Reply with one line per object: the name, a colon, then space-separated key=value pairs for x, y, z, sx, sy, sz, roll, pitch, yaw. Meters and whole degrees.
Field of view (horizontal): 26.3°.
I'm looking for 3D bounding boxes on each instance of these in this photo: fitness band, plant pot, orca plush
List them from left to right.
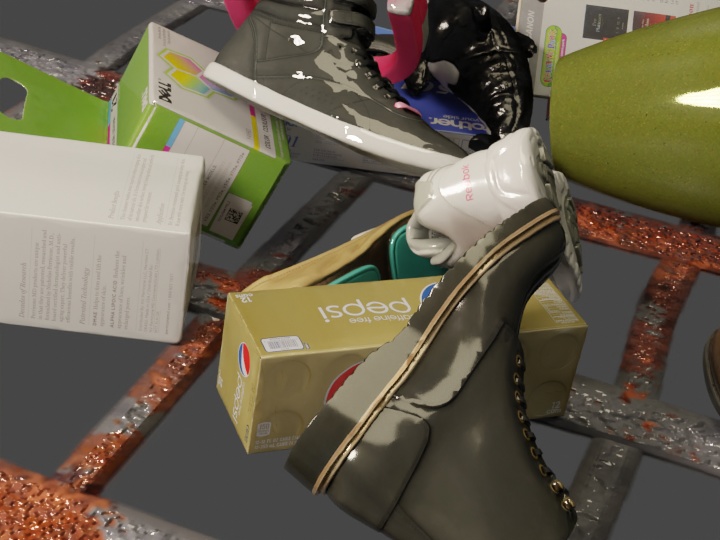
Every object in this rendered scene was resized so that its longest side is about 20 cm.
fitness band: x=-0.025 y=-0.186 z=1.096 sx=0.144 sy=0.037 sz=0.200 roll=10 pitch=-16 yaw=8
orca plush: x=0.081 y=-0.164 z=1.158 sx=0.105 sy=0.071 sz=0.200 roll=-5 pitch=44 yaw=6
plant pot: x=0.247 y=-0.115 z=1.145 sx=0.200 sy=0.187 sz=0.187 roll=2 pitch=26 yaw=18

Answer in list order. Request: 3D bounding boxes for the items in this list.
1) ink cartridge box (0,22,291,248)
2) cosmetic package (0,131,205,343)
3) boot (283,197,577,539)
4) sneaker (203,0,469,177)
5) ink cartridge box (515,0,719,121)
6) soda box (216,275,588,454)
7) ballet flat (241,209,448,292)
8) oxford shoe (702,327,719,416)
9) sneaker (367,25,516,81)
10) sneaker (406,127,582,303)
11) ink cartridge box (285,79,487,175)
ink cartridge box: x=-0.156 y=-0.114 z=1.041 sx=0.200 sy=0.076 sz=0.148 roll=24 pitch=24 yaw=-20
cosmetic package: x=-0.199 y=-0.026 z=0.936 sx=0.200 sy=0.081 sz=0.113 roll=6 pitch=29 yaw=-3
boot: x=0.076 y=0.071 z=0.783 sx=0.138 sy=0.077 sz=0.200 roll=39 pitch=70 yaw=10
sneaker: x=0.000 y=-0.129 z=0.987 sx=0.200 sy=0.099 sz=0.071 roll=27 pitch=1 yaw=23
ink cartridge box: x=0.212 y=-0.221 z=1.267 sx=0.176 sy=0.200 sz=0.084 roll=8 pitch=-5 yaw=-3
soda box: x=0.024 y=0.049 z=0.875 sx=0.200 sy=0.068 sz=0.064 roll=-4 pitch=34 yaw=-22
ballet flat: x=0.000 y=0.000 z=0.965 sx=0.063 sy=0.069 sz=0.200 roll=13 pitch=24 yaw=39
oxford shoe: x=0.260 y=0.074 z=0.886 sx=0.073 sy=0.084 sz=0.200 roll=-2 pitch=29 yaw=-15
sneaker: x=0.054 y=-0.165 z=1.274 sx=0.200 sy=0.070 sz=0.078 roll=1 pitch=34 yaw=-3
sneaker: x=0.081 y=-0.027 z=0.952 sx=0.099 sy=0.200 sz=0.078 roll=-10 pitch=66 yaw=14
ink cartridge box: x=0.013 y=-0.116 z=1.191 sx=0.200 sy=0.044 sz=0.094 roll=7 pitch=31 yaw=-4
